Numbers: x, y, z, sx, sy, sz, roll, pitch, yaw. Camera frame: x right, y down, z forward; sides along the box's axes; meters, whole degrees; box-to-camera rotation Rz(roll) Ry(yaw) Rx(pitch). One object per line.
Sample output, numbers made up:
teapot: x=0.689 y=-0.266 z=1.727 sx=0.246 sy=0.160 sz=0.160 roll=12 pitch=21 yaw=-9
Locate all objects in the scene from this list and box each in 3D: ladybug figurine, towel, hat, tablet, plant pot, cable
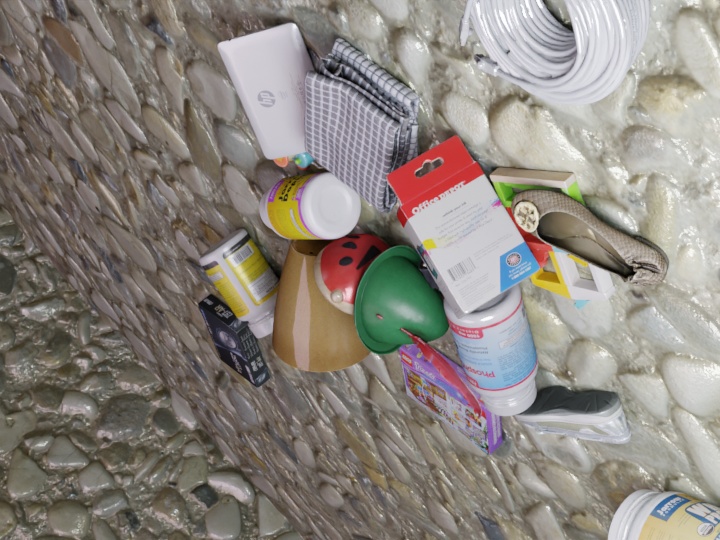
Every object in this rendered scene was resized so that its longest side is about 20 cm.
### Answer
ladybug figurine: x=0.000 y=0.000 z=1.593 sx=0.135 sy=0.200 sz=0.072 roll=36 pitch=118 yaw=-1
towel: x=0.000 y=-0.191 z=1.421 sx=0.165 sy=0.085 sz=0.201 roll=40 pitch=153 yaw=22
hat: x=0.112 y=0.075 z=1.513 sx=0.175 sy=0.166 sz=0.200 roll=21 pitch=160 yaw=40
tablet: x=-0.119 y=-0.261 z=1.528 sx=0.129 sy=0.014 sz=0.201 roll=-10 pitch=123 yaw=19
plant pot: x=-0.066 y=0.038 z=1.767 sx=0.186 sy=0.186 sz=0.202 roll=30 pitch=134 yaw=39
cable: x=0.191 y=-0.258 z=1.018 sx=0.200 sy=0.069 sz=0.201 roll=39 pitch=152 yaw=24

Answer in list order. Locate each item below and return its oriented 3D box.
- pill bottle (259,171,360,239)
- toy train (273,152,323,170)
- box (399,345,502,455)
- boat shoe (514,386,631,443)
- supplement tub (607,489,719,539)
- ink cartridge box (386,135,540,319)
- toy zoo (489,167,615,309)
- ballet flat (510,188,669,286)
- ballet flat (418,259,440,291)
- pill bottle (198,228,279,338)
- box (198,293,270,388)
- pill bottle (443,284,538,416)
pill bottle: x=-0.090 y=-0.102 z=1.672 sx=0.199 sy=0.104 sz=0.105 roll=2 pitch=126 yaw=59
toy train: x=-0.114 y=-0.229 z=1.602 sx=0.150 sy=0.055 sz=0.201 roll=15 pitch=137 yaw=53
box: x=0.153 y=0.210 z=1.753 sx=0.199 sy=0.039 sz=0.138 roll=34 pitch=151 yaw=34
boat shoe: x=0.297 y=0.210 z=1.468 sx=0.201 sy=0.074 sz=0.065 roll=-10 pitch=112 yaw=55
supplement tub: x=0.440 y=0.377 z=1.355 sx=0.199 sy=0.144 sz=0.146 roll=13 pitch=136 yaw=53
ink cartridge box: x=0.125 y=-0.055 z=1.318 sx=0.201 sy=0.115 sz=0.067 roll=60 pitch=174 yaw=6
toy zoo: x=0.243 y=-0.034 z=1.286 sx=0.131 sy=0.020 sz=0.201 roll=14 pitch=136 yaw=53
ballet flat: x=0.258 y=-0.034 z=1.190 sx=0.199 sy=0.046 sz=0.068 roll=30 pitch=140 yaw=20
ballet flat: x=0.130 y=-0.024 z=1.444 sx=0.073 sy=0.073 sz=0.200 roll=51 pitch=158 yaw=1
pill bottle: x=-0.225 y=0.028 z=2.072 sx=0.201 sy=0.114 sz=0.114 roll=57 pitch=155 yaw=-11
box: x=-0.303 y=0.170 z=2.485 sx=0.160 sy=0.043 sz=0.201 roll=31 pitch=148 yaw=38
pill bottle: x=0.191 y=0.107 z=1.463 sx=0.108 sy=0.109 sz=0.201 roll=24 pitch=143 yaw=46
